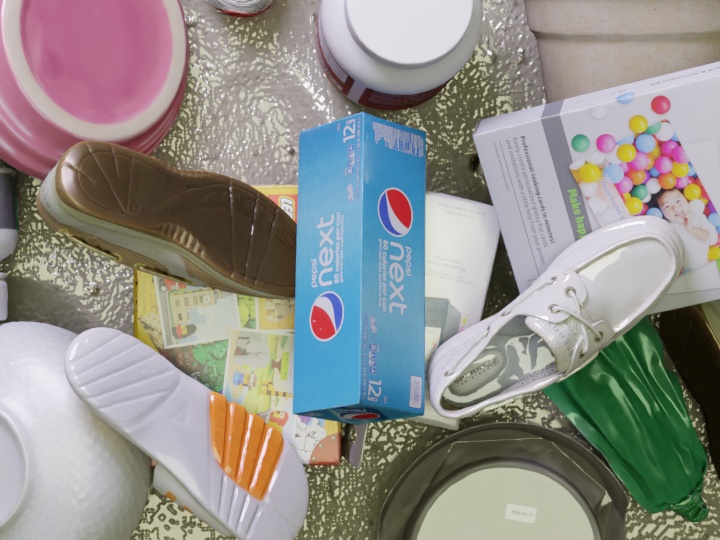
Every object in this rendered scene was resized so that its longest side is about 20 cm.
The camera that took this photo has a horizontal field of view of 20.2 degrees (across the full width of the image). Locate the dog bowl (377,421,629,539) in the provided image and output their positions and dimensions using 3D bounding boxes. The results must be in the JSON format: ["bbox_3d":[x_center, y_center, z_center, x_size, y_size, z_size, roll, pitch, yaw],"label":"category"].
[{"bbox_3d":[0.104,0.210,1.481,0.199,0.059,0.201,0,89,-4],"label":"dog bowl"}]

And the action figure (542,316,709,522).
[{"bbox_3d":[0.198,0.106,1.487,0.118,0.055,0.200,-36,101,-14],"label":"action figure"}]

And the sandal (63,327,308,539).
[{"bbox_3d":[-0.123,0.115,1.390,0.207,0.059,0.079,42,60,-12],"label":"sandal"}]

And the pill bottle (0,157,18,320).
[{"bbox_3d":[-0.301,-0.064,1.432,0.113,0.113,0.201,-2,90,-3],"label":"pill bottle"}]

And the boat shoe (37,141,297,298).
[{"bbox_3d":[-0.126,-0.029,1.375,0.200,0.066,0.074,25,60,-26],"label":"boat shoe"}]

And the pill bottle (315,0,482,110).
[{"bbox_3d":[0.027,-0.174,1.410,0.112,0.200,0.113,0,90,-4],"label":"pill bottle"}]

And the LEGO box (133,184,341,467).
[{"bbox_3d":[-0.089,0.040,1.462,0.148,0.077,0.201,-1,89,-3],"label":"LEGO box"}]

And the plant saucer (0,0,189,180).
[{"bbox_3d":[-0.197,-0.162,1.419,0.200,0.051,0.201,4,84,-40],"label":"plant saucer"}]

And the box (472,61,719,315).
[{"bbox_3d":[0.192,-0.049,1.359,0.199,0.041,0.156,-13,110,14],"label":"box"}]

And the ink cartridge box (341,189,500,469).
[{"bbox_3d":[0.042,0.047,1.449,0.067,0.117,0.201,13,89,-7],"label":"ink cartridge box"}]

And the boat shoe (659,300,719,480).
[{"bbox_3d":[0.292,0.102,1.487,0.066,0.074,0.201,-29,101,-32],"label":"boat shoe"}]

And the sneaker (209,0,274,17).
[{"bbox_3d":[-0.087,-0.284,1.463,0.078,0.082,0.201,1,90,-3],"label":"sneaker"}]

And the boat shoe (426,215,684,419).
[{"bbox_3d":[0.131,0.040,1.341,0.200,0.069,0.071,-37,100,13],"label":"boat shoe"}]

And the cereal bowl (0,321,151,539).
[{"bbox_3d":[-0.252,0.135,1.413,0.199,0.083,0.201,0,91,21],"label":"cereal bowl"}]

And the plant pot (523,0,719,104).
[{"bbox_3d":[0.209,-0.119,1.440,0.200,0.200,0.184,-2,101,-3],"label":"plant pot"}]

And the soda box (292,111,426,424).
[{"bbox_3d":[0.000,0.000,1.373,0.064,0.068,0.201,14,71,-42],"label":"soda box"}]
